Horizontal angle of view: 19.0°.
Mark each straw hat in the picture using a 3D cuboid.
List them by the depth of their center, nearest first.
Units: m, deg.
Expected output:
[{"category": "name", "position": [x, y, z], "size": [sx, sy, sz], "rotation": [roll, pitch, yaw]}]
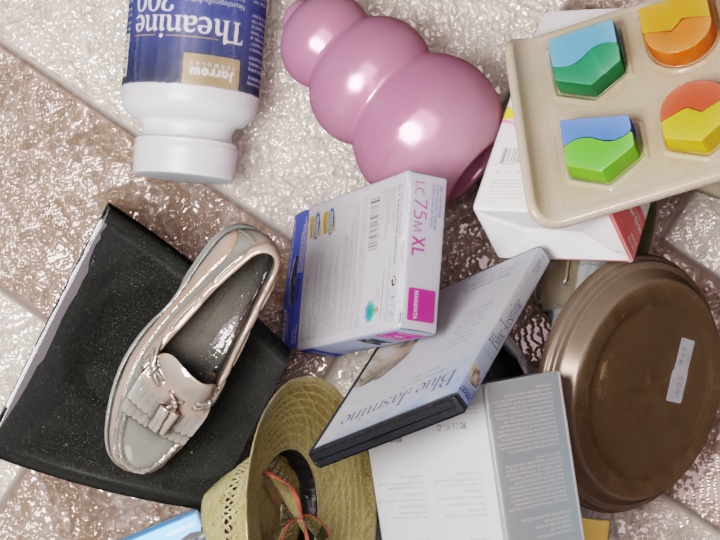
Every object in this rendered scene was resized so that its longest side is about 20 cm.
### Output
[{"category": "straw hat", "position": [-0.070, 0.179, 1.578], "size": [0.084, 0.201, 0.203], "rotation": [-7, 86, 29]}]

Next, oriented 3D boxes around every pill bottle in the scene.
[{"category": "pill bottle", "position": [-0.132, -0.174, 1.708], "size": [0.110, 0.111, 0.202], "rotation": [4, 87, 4]}]

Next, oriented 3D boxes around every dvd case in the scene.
[{"category": "dvd case", "position": [0.052, 0.062, 1.589], "size": [0.142, 0.200, 0.018], "rotation": [-24, 110, 36]}]

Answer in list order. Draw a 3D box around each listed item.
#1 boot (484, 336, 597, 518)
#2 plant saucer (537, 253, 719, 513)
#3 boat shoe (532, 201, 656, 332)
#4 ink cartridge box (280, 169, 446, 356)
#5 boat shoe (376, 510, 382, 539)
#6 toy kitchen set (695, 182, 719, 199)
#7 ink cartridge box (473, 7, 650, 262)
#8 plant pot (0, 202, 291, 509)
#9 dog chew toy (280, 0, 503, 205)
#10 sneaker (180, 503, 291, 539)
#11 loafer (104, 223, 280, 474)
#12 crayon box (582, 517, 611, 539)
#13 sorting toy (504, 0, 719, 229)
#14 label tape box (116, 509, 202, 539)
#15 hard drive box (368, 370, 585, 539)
[{"category": "boot", "position": [0.121, 0.121, 1.681], "size": [0.073, 0.096, 0.201], "rotation": [-32, 85, 2]}, {"category": "plant saucer", "position": [0.212, 0.088, 1.644], "size": [0.029, 0.199, 0.202], "rotation": [12, 87, 49]}, {"category": "boat shoe", "position": [0.172, 0.022, 1.684], "size": [0.068, 0.075, 0.201], "rotation": [10, 62, 24]}, {"category": "ink cartridge box", "position": [0.000, 0.000, 1.659], "size": [0.042, 0.200, 0.121], "rotation": [11, 77, -28]}, {"category": "boat shoe", "position": [0.005, 0.277, 1.699], "size": [0.085, 0.075, 0.204], "rotation": [18, 79, 2]}, {"category": "toy kitchen set", "position": [0.307, -0.003, 1.640], "size": [0.198, 0.163, 0.182], "rotation": [21, 89, 5]}, {"category": "ink cartridge box", "position": [0.174, -0.107, 1.661], "size": [0.116, 0.068, 0.201], "rotation": [3, 56, 29]}, {"category": "plant pot", "position": [-0.163, 0.077, 1.666], "size": [0.176, 0.199, 0.201], "rotation": [26, 89, -8]}, {"category": "dog chew toy", "position": [0.017, -0.142, 1.695], "size": [0.200, 0.125, 0.125], "rotation": [42, 91, 14]}, {"category": "sneaker", "position": [-0.068, 0.228, 1.662], "size": [0.199, 0.081, 0.116], "rotation": [-35, 95, -17]}, {"category": "loafer", "position": [-0.121, 0.058, 1.551], "size": [0.072, 0.063, 0.201], "rotation": [30, 88, -21]}, {"category": "crayon box", "position": [0.126, 0.289, 1.695], "size": [0.124, 0.052, 0.202], "rotation": [6, 88, 5]}, {"category": "sorting toy", "position": [0.210, -0.131, 1.591], "size": [0.198, 0.037, 0.186], "rotation": [-14, 52, 11]}, {"category": "label tape box", "position": [-0.154, 0.306, 1.709], "size": [0.142, 0.066, 0.201], "rotation": [-22, 87, 2]}, {"category": "hard drive box", "position": [0.086, 0.183, 1.594], "size": [0.076, 0.155, 0.202], "rotation": [-6, 88, -36]}]
